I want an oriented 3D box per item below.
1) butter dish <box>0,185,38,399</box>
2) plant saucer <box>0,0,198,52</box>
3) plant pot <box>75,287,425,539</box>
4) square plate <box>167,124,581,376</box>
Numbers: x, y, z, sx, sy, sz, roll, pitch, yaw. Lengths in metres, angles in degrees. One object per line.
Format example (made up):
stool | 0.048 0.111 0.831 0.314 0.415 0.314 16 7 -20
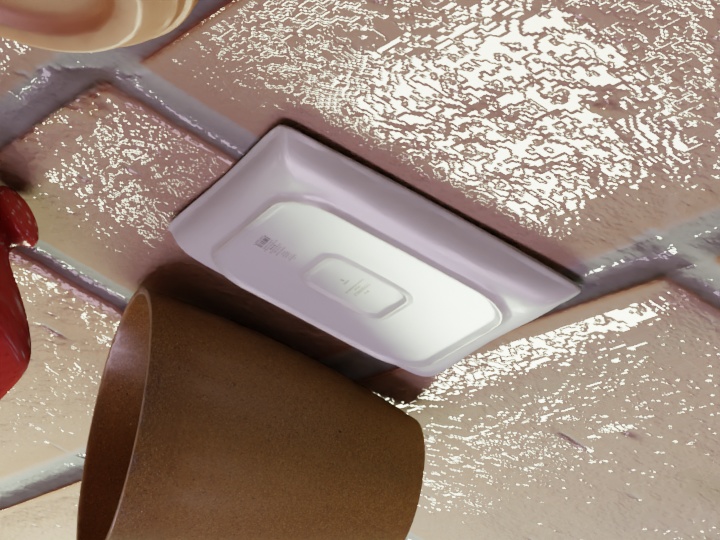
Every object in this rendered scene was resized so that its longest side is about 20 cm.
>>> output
butter dish | -0.269 0.001 1.524 0.200 0.148 0.199 57 180 37
plant saucer | -0.175 -0.168 1.209 0.200 0.037 0.200 19 156 9
plant pot | -0.066 0.121 1.583 0.200 0.187 0.186 11 159 -14
square plate | 0.000 0.000 1.422 0.198 0.028 0.200 27 155 -14
